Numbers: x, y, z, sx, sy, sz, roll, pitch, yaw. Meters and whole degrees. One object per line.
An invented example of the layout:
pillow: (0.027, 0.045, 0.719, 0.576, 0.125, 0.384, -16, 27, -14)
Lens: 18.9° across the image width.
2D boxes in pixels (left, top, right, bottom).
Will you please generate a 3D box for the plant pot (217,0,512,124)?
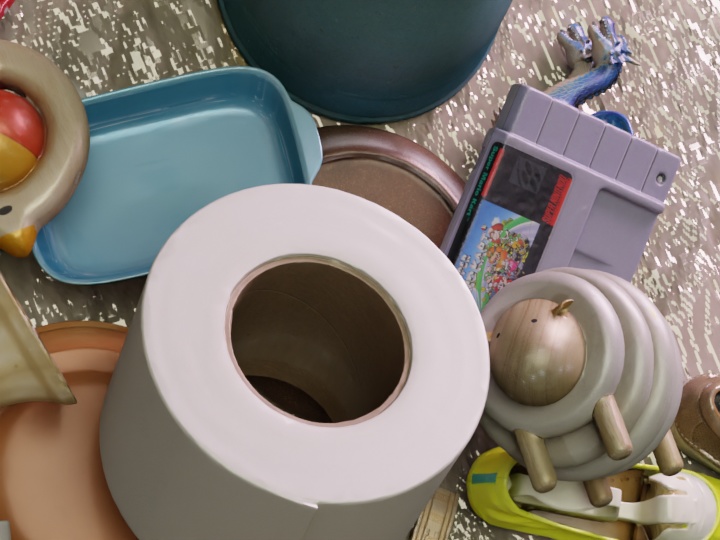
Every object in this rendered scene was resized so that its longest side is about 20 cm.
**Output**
plant pot: (0.021, -0.217, 1.356, 0.198, 0.188, 0.202, 4, 75, -14)

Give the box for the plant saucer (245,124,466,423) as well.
plant saucer: (0.000, 0.000, 1.379, 0.198, 0.032, 0.202, 3, 76, -12)

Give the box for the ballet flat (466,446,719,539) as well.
ballet flat: (0.164, 0.148, 1.360, 0.198, 0.067, 0.068, 11, 75, -14)

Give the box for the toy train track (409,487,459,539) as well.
toy train track: (0.078, 0.202, 1.346, 0.198, 0.033, 0.116, 21, 72, -9)

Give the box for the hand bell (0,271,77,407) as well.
hand bell: (-0.272, 0.084, 1.235, 0.199, 0.104, 0.105, -32, 85, -8)

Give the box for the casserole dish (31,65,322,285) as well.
casserole dish: (-0.121, -0.054, 1.341, 0.198, 0.039, 0.122, -14, 74, -5)

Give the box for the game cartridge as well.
game cartridge: (0.110, -0.002, 1.357, 0.129, 0.038, 0.202, 21, 91, -29)

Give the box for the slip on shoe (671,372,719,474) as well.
slip on shoe: (0.295, 0.124, 1.405, 0.199, 0.061, 0.076, 30, 71, -5)

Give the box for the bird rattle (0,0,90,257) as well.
bird rattle: (-0.241, -0.087, 1.305, 0.162, 0.113, 0.201, 22, 61, 4)

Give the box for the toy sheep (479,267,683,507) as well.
toy sheep: (0.131, 0.065, 1.286, 0.137, 0.200, 0.139, -6, 75, 22)

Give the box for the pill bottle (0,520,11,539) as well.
pill bottle: (-0.230, 0.243, 1.205, 0.110, 0.111, 0.202, -2, 85, -14)

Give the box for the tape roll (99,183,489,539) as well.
tape roll: (-0.040, 0.071, 1.236, 0.201, 0.139, 0.204, 8, 58, -13)

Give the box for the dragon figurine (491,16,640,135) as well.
dragon figurine: (0.147, -0.071, 1.418, 0.098, 0.059, 0.202, -10, 77, -16)

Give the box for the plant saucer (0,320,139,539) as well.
plant saucer: (-0.165, 0.126, 1.303, 0.198, 0.037, 0.202, 3, 76, -13)
